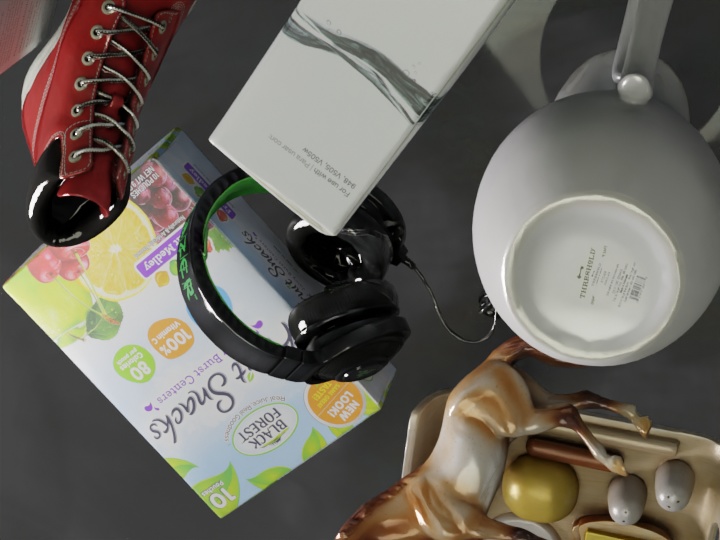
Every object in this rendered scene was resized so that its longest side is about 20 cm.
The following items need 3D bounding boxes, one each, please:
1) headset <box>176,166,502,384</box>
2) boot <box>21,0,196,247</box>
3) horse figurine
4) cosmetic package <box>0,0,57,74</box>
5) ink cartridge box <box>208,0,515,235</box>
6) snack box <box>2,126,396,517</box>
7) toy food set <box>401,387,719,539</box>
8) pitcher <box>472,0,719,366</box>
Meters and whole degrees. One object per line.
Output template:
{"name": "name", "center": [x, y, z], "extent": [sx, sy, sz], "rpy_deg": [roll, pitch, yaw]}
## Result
{"name": "headset", "center": [0.000, 0.000, 0.843], "extent": [0.199, 0.124, 0.094], "rpy_deg": [12, 150, -23]}
{"name": "boot", "center": [-0.123, -0.111, 0.797], "extent": [0.072, 0.145, 0.200], "rpy_deg": [18, 124, -25]}
{"name": "horse figurine", "center": [0.080, 0.111, 0.856], "extent": [0.132, 0.050, 0.201], "rpy_deg": [25, 85, 14]}
{"name": "cosmetic package", "center": [-0.237, -0.146, 0.784], "extent": [0.112, 0.200, 0.081], "rpy_deg": [22, 119, 3]}
{"name": "ink cartridge box", "center": [0.024, -0.134, 0.755], "extent": [0.083, 0.147, 0.200], "rpy_deg": [36, 117, -3]}
{"name": "snack box", "center": [-0.097, 0.035, 0.918], "extent": [0.142, 0.053, 0.200], "rpy_deg": [-36, 102, 27]}
{"name": "toy food set", "center": [0.121, 0.160, 0.917], "extent": [0.199, 0.060, 0.144], "rpy_deg": [11, 117, 10]}
{"name": "pitcher", "center": [0.124, -0.058, 0.736], "extent": [0.121, 0.200, 0.172], "rpy_deg": [11, 116, 8]}
